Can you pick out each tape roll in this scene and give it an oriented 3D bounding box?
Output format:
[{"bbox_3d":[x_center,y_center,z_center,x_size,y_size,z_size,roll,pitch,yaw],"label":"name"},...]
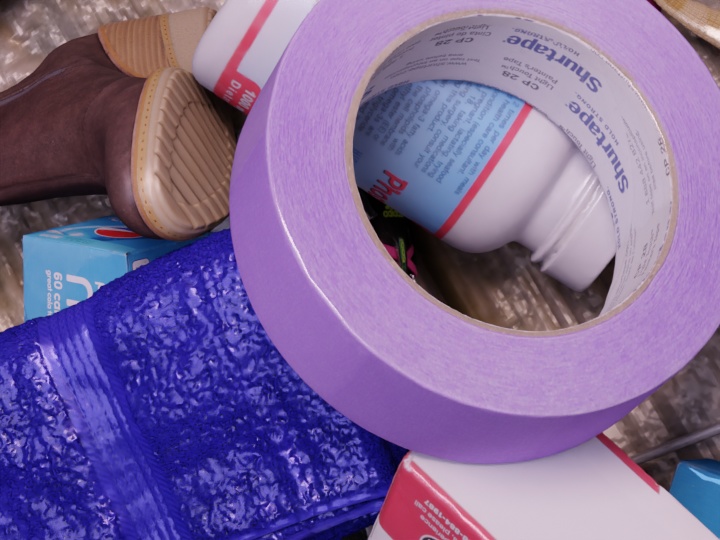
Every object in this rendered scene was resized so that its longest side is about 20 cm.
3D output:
[{"bbox_3d":[0.051,-0.028,1.033,0.199,0.066,0.201,6,68,-14],"label":"tape roll"}]

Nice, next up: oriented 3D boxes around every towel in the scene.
[{"bbox_3d":[-0.086,0.075,1.128,0.199,0.050,0.148,-24,98,13],"label":"towel"}]

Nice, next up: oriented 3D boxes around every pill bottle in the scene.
[{"bbox_3d":[0.035,-0.078,1.144,0.200,0.109,0.109,33,99,-2],"label":"pill bottle"}]

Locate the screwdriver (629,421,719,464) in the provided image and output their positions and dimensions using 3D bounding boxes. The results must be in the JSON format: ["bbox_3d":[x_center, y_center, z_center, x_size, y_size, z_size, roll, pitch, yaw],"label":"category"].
[{"bbox_3d":[0.108,0.091,1.170,0.199,0.029,0.028,-24,80,23],"label":"screwdriver"}]

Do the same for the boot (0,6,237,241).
[{"bbox_3d":[-0.140,-0.045,1.189,0.166,0.200,0.073,-22,115,12],"label":"boot"}]

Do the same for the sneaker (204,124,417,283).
[{"bbox_3d":[0.000,0.000,1.191,0.200,0.074,0.088,47,109,20],"label":"sneaker"}]

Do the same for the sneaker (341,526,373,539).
[{"bbox_3d":[-0.054,0.190,1.193,0.066,0.090,0.201,24,95,26],"label":"sneaker"}]

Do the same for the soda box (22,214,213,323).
[{"bbox_3d":[-0.110,0.080,1.203,0.068,0.064,0.201,10,105,36],"label":"soda box"}]

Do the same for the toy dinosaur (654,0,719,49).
[{"bbox_3d":[0.205,-0.080,1.140,0.199,0.058,0.102,11,78,11],"label":"toy dinosaur"}]

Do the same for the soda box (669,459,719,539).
[{"bbox_3d":[0.223,0.144,1.103,0.199,0.064,0.068,19,94,19],"label":"soda box"}]

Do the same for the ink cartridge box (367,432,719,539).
[{"bbox_3d":[0.070,0.160,1.099,0.148,0.086,0.200,42,145,17],"label":"ink cartridge box"}]

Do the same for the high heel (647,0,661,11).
[{"bbox_3d":[0.037,-0.139,1.183,0.199,0.067,0.097,-1,77,16],"label":"high heel"}]
